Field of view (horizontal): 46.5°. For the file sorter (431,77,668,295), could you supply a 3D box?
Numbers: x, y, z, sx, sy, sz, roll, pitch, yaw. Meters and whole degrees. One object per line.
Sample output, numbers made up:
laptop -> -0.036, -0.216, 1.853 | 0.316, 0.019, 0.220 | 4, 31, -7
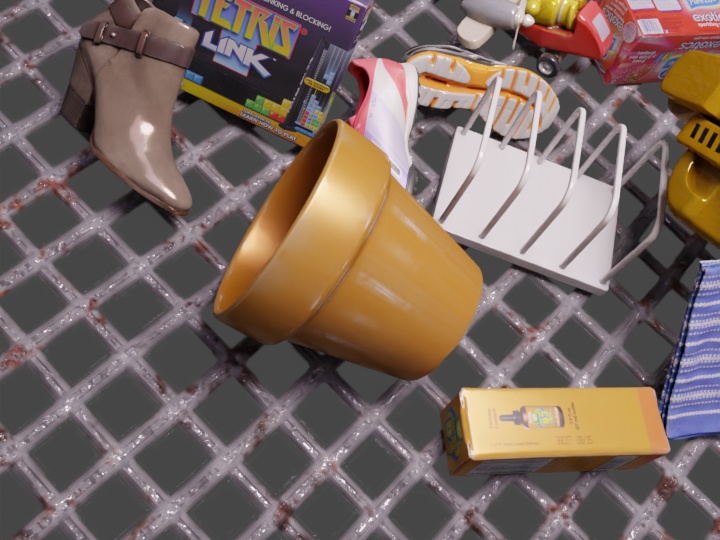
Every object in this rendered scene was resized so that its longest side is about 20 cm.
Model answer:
file sorter -> 0.195, -0.092, 0.865 | 0.200, 0.125, 0.139 | 20, 58, -5

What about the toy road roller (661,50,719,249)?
toy road roller -> 0.347, -0.106, 0.785 | 0.123, 0.146, 0.200 | 31, 17, -21

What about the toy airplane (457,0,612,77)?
toy airplane -> 0.195, -0.340, 0.991 | 0.199, 0.141, 0.200 | -2, 65, -15

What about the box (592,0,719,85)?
box -> 0.392, -0.304, 1.055 | 0.200, 0.095, 0.100 | -8, 67, -20

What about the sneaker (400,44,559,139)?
sneaker -> 0.136, -0.212, 0.950 | 0.200, 0.078, 0.077 | 16, 28, -19

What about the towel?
towel -> 0.368, 0.078, 0.797 | 0.145, 0.200, 0.024 | -2, 30, -7

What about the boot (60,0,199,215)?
boot -> -0.198, -0.167, 0.790 | 0.200, 0.070, 0.146 | 40, 103, 14

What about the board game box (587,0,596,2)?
board game box -> 0.349, -0.430, 1.128 | 0.200, 0.062, 0.200 | -8, 65, -19

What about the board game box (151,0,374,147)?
board game box -> -0.107, -0.238, 0.835 | 0.200, 0.165, 0.057 | 25, 36, -2

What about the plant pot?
plant pot -> 0.000, 0.000, 0.743 | 0.183, 0.200, 0.200 | 32, 58, -16

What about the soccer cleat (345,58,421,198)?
soccer cleat -> 0.017, -0.121, 0.854 | 0.073, 0.068, 0.200 | 8, 77, -18

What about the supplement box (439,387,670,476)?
supplement box -> 0.178, 0.149, 0.778 | 0.200, 0.069, 0.067 | 3, 62, -16
